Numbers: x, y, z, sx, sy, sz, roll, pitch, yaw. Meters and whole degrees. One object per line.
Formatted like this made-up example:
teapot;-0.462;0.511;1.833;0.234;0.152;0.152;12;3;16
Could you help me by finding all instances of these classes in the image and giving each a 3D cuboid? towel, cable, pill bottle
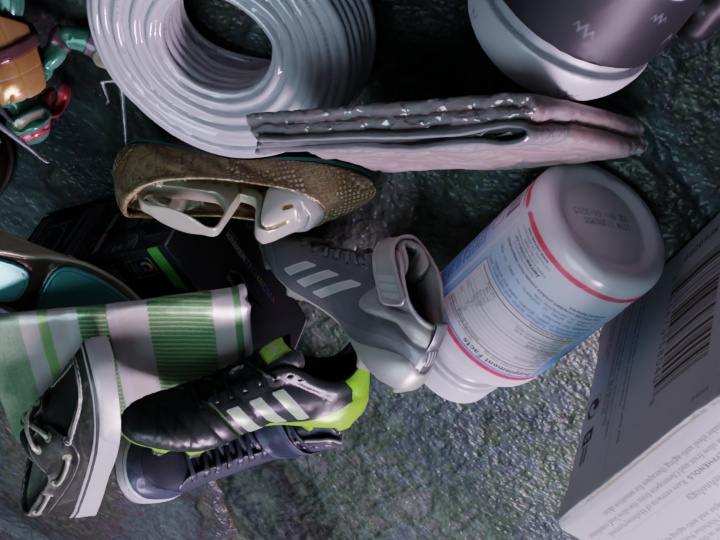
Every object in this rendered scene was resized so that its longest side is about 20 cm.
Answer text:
towel;0.058;-0.084;0.815;0.199;0.191;0.032;1;91;31
cable;-0.087;-0.166;0.866;0.199;0.069;0.200;-13;126;32
pill bottle;0.119;0.017;0.932;0.109;0.109;0.200;33;136;-11
towel;-0.181;0.075;0.988;0.199;0.023;0.153;-6;135;-5

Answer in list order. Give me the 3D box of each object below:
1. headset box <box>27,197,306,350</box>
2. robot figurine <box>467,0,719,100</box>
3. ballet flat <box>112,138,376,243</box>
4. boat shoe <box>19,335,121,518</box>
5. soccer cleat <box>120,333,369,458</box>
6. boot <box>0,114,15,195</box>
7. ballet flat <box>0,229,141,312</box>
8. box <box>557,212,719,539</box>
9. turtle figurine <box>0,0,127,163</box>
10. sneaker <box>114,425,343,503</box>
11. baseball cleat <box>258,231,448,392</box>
headset box;-0.166;0.027;1.070;0.199;0.093;0.174;-11;127;29
robot figurine;0.142;-0.188;0.715;0.150;0.125;0.200;45;137;11
ballet flat;-0.089;-0.052;0.957;0.199;0.065;0.071;5;150;3
boat shoe;-0.222;0.126;0.958;0.063;0.071;0.200;-3;137;-24
soccer cleat;-0.085;0.090;0.968;0.199;0.068;0.081;-6;123;-25
boot;-0.339;-0.061;0.977;0.064;0.200;0.187;23;137;2
ballet flat;-0.249;0.003;0.964;0.200;0.070;0.069;27;141;-34
box;0.271;0.098;0.882;0.171;0.199;0.200;28;138;-6
turtle figurine;-0.251;-0.155;0.911;0.100;0.150;0.200;9;130;39
sneaker;-0.104;0.140;1.102;0.146;0.202;0.077;-19;88;35
baseball cleat;0.000;0.000;0.961;0.200;0.070;0.107;44;122;32
